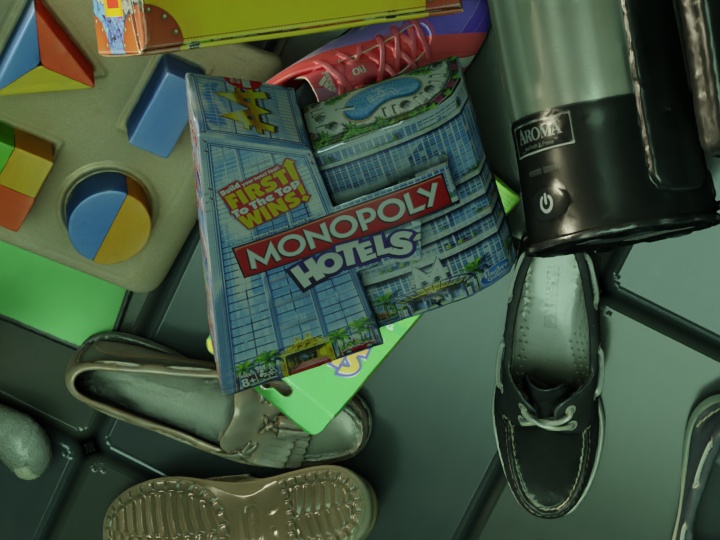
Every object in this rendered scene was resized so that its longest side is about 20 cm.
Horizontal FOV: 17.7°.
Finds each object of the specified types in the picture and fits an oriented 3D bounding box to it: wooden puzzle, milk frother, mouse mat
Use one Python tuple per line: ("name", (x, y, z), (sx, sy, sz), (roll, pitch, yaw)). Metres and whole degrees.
("wooden puzzle", (-0.169, -0.083, 1.412), (0.200, 0.046, 0.185), (20, 114, -25))
("milk frother", (0.187, -0.114, 1.369), (0.180, 0.200, 0.188), (-12, 85, 36))
("mouse mat", (-0.205, -0.059, 1.497), (0.161, 0.008, 0.200), (22, 104, 3))

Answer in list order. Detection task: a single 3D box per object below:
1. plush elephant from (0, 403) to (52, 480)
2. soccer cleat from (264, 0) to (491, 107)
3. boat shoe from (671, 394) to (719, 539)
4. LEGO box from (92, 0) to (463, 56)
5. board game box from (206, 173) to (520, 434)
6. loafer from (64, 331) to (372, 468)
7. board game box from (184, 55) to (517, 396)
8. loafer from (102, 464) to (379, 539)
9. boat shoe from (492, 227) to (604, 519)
("plush elephant", (-0.328, 0.115, 1.471), (0.200, 0.165, 0.155), (15, 64, 20))
("soccer cleat", (-0.003, -0.115, 1.398), (0.200, 0.073, 0.068), (-35, 80, -3))
("boat shoe", (0.233, 0.179, 1.454), (0.075, 0.062, 0.200), (5, 105, 2))
("LEGO box", (-0.052, -0.207, 1.311), (0.200, 0.077, 0.149), (-10, 99, -23))
("board game box", (0.000, 0.000, 1.450), (0.096, 0.030, 0.200), (40, 91, -2))
("loafer", (-0.094, 0.090, 1.482), (0.200, 0.063, 0.072), (13, 101, 4))
("board game box", (-0.020, -0.041, 1.351), (0.200, 0.062, 0.200), (-19, 133, 2))
("loafer", (-0.074, 0.169, 1.496), (0.200, 0.068, 0.076), (-7, 75, 25))
("boat shoe", (0.120, 0.065, 1.446), (0.074, 0.060, 0.200), (7, 104, 7))
